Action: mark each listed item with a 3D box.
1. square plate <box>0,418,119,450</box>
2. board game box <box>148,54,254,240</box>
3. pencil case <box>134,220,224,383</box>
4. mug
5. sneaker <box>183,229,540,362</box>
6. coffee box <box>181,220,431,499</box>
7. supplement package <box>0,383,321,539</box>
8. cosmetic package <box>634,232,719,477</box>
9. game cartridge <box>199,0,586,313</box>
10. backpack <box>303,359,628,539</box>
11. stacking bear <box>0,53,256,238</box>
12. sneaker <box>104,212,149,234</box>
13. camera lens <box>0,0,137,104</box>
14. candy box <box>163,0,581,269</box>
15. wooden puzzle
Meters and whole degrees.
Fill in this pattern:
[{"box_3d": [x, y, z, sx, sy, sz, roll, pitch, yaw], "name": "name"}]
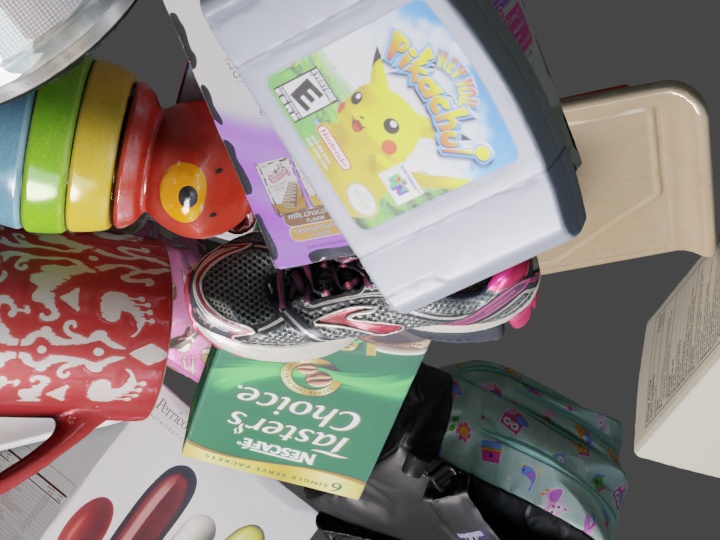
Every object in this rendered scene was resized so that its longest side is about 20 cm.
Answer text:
[{"box_3d": [-0.257, 0.022, 1.785, 0.197, 0.028, 0.201, -15, 106, 35], "name": "square plate"}, {"box_3d": [-0.036, -0.078, 1.626, 0.152, 0.041, 0.200, 15, 147, -6], "name": "board game box"}, {"box_3d": [-0.080, 0.040, 1.774, 0.199, 0.087, 0.083, 32, 122, -25], "name": "pencil case"}, {"box_3d": [-0.220, 0.046, 1.629, 0.199, 0.179, 0.133, 5, -167, -17], "name": "mug"}, {"box_3d": [0.000, 0.000, 1.551, 0.198, 0.081, 0.075, -6, 164, 0], "name": "sneaker"}, {"box_3d": [-0.029, 0.056, 1.682, 0.122, 0.044, 0.200, 15, 139, -8], "name": "coffee box"}, {"box_3d": [-0.171, 0.173, 1.861, 0.191, 0.200, 0.147, 42, 173, -40], "name": "supplement package"}, {"box_3d": [0.242, 0.036, 1.663, 0.087, 0.104, 0.200, 16, 148, -11], "name": "cosmetic package"}, {"box_3d": [0.022, -0.083, 1.397, 0.133, 0.041, 0.201, -26, 105, 30], "name": "game cartridge"}, {"box_3d": [0.083, 0.136, 1.843, 0.199, 0.127, 0.167, 24, 157, -21], "name": "backpack"}, {"box_3d": [-0.152, -0.068, 1.553, 0.199, 0.114, 0.122, 11, 108, 0], "name": "stacking bear"}, {"box_3d": [-0.214, -0.062, 1.659, 0.199, 0.075, 0.087, 19, 155, 9], "name": "sneaker"}, {"box_3d": [-0.205, -0.192, 1.374, 0.159, 0.161, 0.200, -14, 129, 33], "name": "camera lens"}, {"box_3d": [0.001, -0.115, 1.455, 0.167, 0.072, 0.201, -10, 113, 30], "name": "candy box"}, {"box_3d": [0.102, -0.050, 1.602, 0.199, 0.037, 0.185, -6, 151, 6], "name": "wooden puzzle"}]
